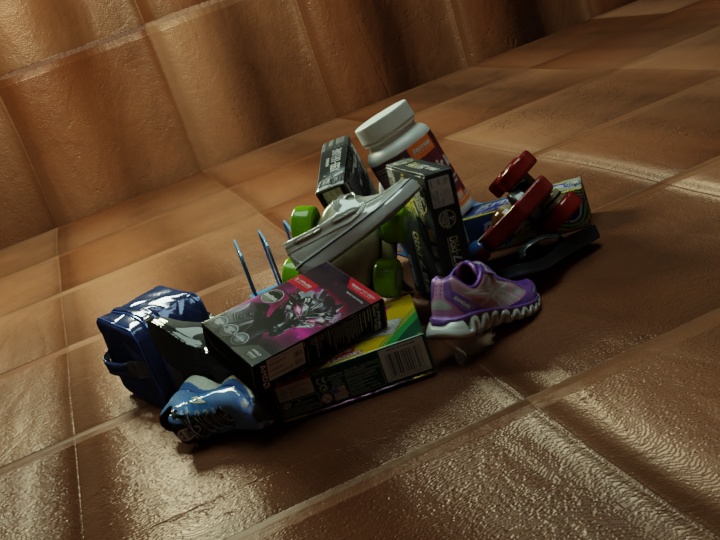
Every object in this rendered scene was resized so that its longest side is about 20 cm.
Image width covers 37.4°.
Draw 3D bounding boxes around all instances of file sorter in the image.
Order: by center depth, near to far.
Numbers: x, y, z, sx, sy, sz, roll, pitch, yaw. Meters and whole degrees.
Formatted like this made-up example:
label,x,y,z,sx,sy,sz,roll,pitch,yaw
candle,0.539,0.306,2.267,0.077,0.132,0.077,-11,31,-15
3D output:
label,x,y,z,sx,sy,sz,roll,pitch,yaw
file sorter,-0.103,-0.021,1.786,0.199,0.123,0.139,-22,16,-7

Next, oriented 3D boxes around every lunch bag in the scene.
label,x,y,z,sx,sy,sz,roll,pitch,yaw
lunch bag,-0.306,0.110,1.566,0.132,0.136,0.200,-28,17,-29

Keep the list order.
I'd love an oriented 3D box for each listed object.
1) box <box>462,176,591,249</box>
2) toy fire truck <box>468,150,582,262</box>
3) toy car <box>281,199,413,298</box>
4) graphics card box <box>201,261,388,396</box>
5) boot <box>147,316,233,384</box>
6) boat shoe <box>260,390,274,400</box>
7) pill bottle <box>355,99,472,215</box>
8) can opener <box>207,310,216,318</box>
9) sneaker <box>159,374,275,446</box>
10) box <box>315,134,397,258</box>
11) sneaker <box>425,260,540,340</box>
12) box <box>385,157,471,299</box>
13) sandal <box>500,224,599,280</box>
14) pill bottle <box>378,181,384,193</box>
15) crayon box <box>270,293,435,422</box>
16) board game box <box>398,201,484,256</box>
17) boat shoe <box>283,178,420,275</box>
label,x,y,z,sx,sy,sz,roll,pitch,yaw
box,0.259,-0.085,1.677,0.199,0.065,0.070,-16,16,16
toy fire truck,0.218,-0.072,1.542,0.168,0.112,0.200,-48,-1,-1
toy car,0.000,0.000,1.548,0.163,0.159,0.200,1,-23,18
graphics card box,-0.081,0.067,1.321,0.199,0.051,0.125,-27,38,-26
boot,-0.179,0.084,1.419,0.199,0.070,0.132,20,43,34
boat shoe,-0.163,0.128,1.456,0.064,0.074,0.200,-17,15,-10
pill bottle,0.083,-0.163,1.698,0.114,0.200,0.114,-32,12,7
can opener,-0.219,0.094,1.652,0.078,0.064,0.200,-28,18,-29
sneaker,-0.183,0.184,1.324,0.200,0.079,0.089,-9,29,51
box,-0.002,-0.093,1.694,0.050,0.200,0.158,-20,32,15
sneaker,0.156,0.027,1.349,0.080,0.089,0.200,-7,5,45
box,0.102,-0.054,1.508,0.049,0.201,0.161,-17,16,-12
sandal,0.258,-0.030,1.491,0.200,0.043,0.076,-26,2,-44
pill bottle,0.095,-0.166,1.878,0.114,0.115,0.200,-16,15,11
crayon box,-0.013,0.108,1.370,0.199,0.059,0.173,-19,16,2
board game box,0.121,-0.076,1.843,0.152,0.045,0.200,-26,18,-17
boat shoe,-0.013,-0.071,1.425,0.200,0.066,0.072,-37,-2,7
